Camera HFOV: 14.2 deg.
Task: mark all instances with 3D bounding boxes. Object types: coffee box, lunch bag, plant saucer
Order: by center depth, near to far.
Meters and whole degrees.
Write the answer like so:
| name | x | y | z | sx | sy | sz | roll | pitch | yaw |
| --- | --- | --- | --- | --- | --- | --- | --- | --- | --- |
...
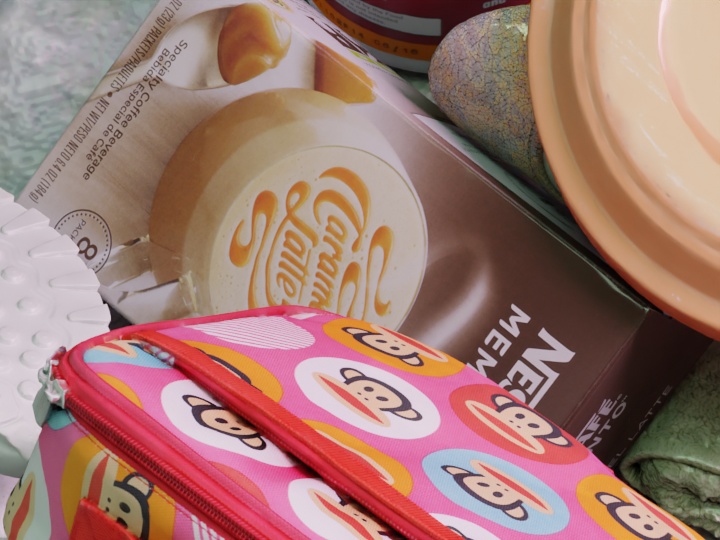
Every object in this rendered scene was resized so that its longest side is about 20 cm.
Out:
| name | x | y | z | sx | sy | sz | roll | pitch | yaw |
| --- | --- | --- | --- | --- | --- | --- | --- | --- | --- |
| lunch bag | 0.002 | 0.087 | 0.780 | 0.200 | 0.082 | 0.176 | 34 | 23 | 31 |
| plant saucer | 0.148 | -0.071 | 0.861 | 0.200 | 0.032 | 0.200 | -4 | 75 | 13 |
| coffee box | 0.000 | 0.000 | 0.943 | 0.200 | 0.080 | 0.114 | 39 | 98 | 21 |

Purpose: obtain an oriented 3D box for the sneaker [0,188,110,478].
| name | x | y | z | sx | sy | sz | roll | pitch | yaw |
| --- | --- | --- | --- | --- | --- | --- | --- | --- | --- |
| sneaker | -0.148 | 0.013 | 0.945 | 0.076 | 0.081 | 0.200 | -14 | 41 | -36 |

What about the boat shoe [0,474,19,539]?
| name | x | y | z | sx | sy | sz | roll | pitch | yaw |
| --- | --- | --- | --- | --- | --- | --- | --- | --- | --- |
| boat shoe | -0.154 | 0.102 | 0.910 | 0.075 | 0.086 | 0.202 | 37 | 69 | 20 |

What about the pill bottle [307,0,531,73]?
| name | x | y | z | sx | sy | sz | roll | pitch | yaw |
| --- | --- | --- | --- | --- | --- | --- | --- | --- | --- |
| pill bottle | 0.028 | -0.164 | 0.985 | 0.113 | 0.200 | 0.113 | -1 | 62 | 2 |

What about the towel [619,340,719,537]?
| name | x | y | z | sx | sy | sz | roll | pitch | yaw |
| --- | --- | --- | --- | --- | --- | --- | --- | --- | --- |
| towel | 0.199 | 0.041 | 0.960 | 0.200 | 0.036 | 0.148 | 17 | 62 | 11 |

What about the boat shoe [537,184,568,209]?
| name | x | y | z | sx | sy | sz | roll | pitch | yaw |
| --- | --- | --- | --- | --- | --- | --- | --- | --- | --- |
| boat shoe | 0.088 | -0.071 | 1.010 | 0.073 | 0.062 | 0.200 | 34 | 68 | 19 |

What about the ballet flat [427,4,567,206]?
| name | x | y | z | sx | sy | sz | roll | pitch | yaw |
| --- | --- | --- | --- | --- | --- | --- | --- | --- | --- |
| ballet flat | 0.119 | -0.033 | 0.916 | 0.200 | 0.068 | 0.067 | 14 | 34 | -8 |
